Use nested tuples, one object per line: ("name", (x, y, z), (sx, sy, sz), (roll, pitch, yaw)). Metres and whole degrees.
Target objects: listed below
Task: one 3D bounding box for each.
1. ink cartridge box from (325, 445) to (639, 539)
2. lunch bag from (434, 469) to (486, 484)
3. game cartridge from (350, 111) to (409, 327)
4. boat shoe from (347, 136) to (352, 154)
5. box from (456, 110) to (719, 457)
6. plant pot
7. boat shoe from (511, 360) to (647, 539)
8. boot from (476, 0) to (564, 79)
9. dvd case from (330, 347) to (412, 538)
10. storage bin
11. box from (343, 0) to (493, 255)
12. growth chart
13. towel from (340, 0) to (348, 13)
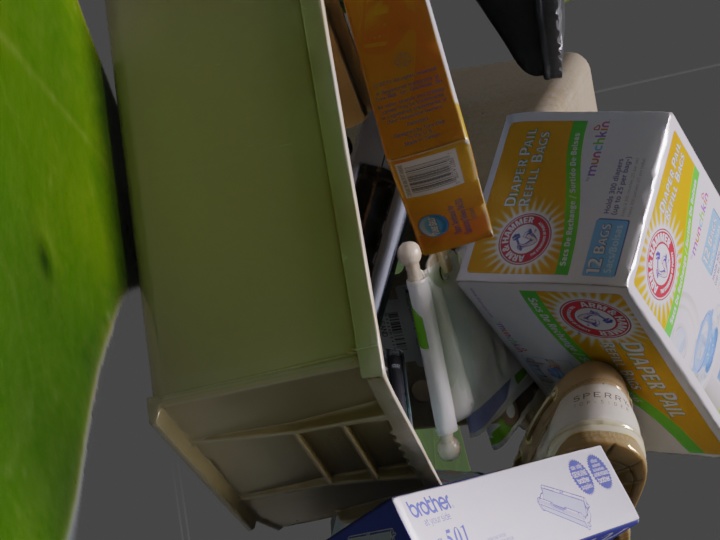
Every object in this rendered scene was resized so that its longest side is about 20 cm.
("ink cartridge box", (0.039, 0.127, 0.898), (0.200, 0.094, 0.044), (-4, 61, -60))
("lunch bag", (0.049, 0.194, 1.111), (0.200, 0.077, 0.162), (-169, -98, -81))
("game cartridge", (0.000, 0.000, 1.092), (0.133, 0.041, 0.201), (-84, -171, -82))
("boat shoe", (-0.037, -0.064, 1.088), (0.201, 0.066, 0.070), (-96, 171, -45))
("box", (0.148, 0.011, 1.141), (0.200, 0.101, 0.113), (50, 51, -47))
("plant pot", (0.048, -0.002, 1.275), (0.177, 0.199, 0.201), (-57, 137, -61))
("boat shoe", (0.120, 0.120, 1.156), (0.200, 0.073, 0.070), (107, -12, -56))
("boot", (0.017, -0.179, 1.201), (0.066, 0.199, 0.166), (-82, 164, -49))
("dvd case", (0.009, 0.161, 1.057), (0.201, 0.022, 0.147), (-94, -168, -47))
("storage bin", (-0.033, -0.008, 0.871), (0.199, 0.093, 0.201), (64, 15, -67))
("box", (0.013, -0.120, 0.937), (0.119, 0.041, 0.201), (65, 8, -68))
("growth chart", (0.085, 0.027, 1.151), (0.200, 0.018, 0.146), (-30, 116, -53))
("towel", (-0.047, -0.156, 1.086), (0.200, 0.085, 0.018), (26, 52, -83))
